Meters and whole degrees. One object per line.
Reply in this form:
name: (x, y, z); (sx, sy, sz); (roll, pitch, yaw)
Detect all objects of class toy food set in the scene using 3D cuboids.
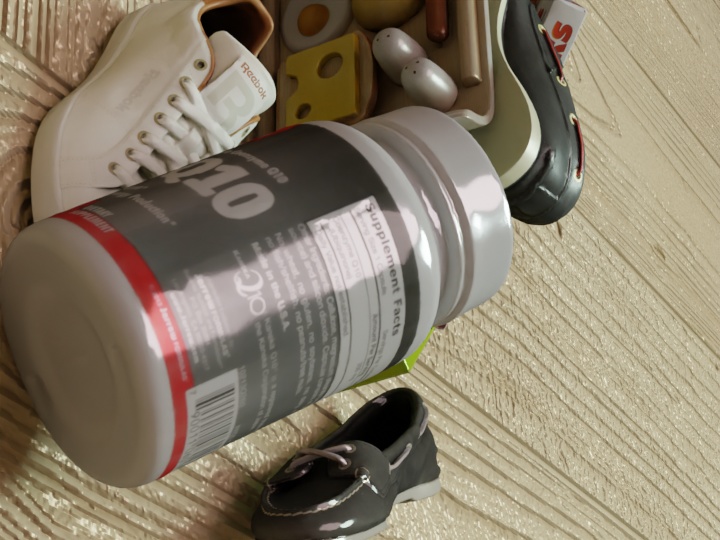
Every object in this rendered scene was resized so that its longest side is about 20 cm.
toy food set: (-0.008, -0.141, 1.044); (0.060, 0.143, 0.201); (41, 40, -49)

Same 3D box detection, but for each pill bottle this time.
pill bottle: (-0.040, 0.003, 0.826); (0.200, 0.114, 0.114); (-24, 97, -34)

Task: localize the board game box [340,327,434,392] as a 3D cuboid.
board game box: (0.000, 0.000, 1.020); (0.048, 0.101, 0.200); (64, 26, -16)

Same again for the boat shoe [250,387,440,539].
boat shoe: (-0.008, 0.099, 0.980); (0.200, 0.067, 0.057); (-12, 96, -71)

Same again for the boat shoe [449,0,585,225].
boat shoe: (0.070, -0.110, 1.058); (0.063, 0.074, 0.202); (33, 34, -43)

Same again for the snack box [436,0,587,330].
snack box: (0.076, -0.066, 1.133); (0.024, 0.201, 0.072); (22, 12, -9)

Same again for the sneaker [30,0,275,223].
sneaker: (-0.090, -0.068, 0.900); (0.073, 0.084, 0.200); (56, 32, -34)
